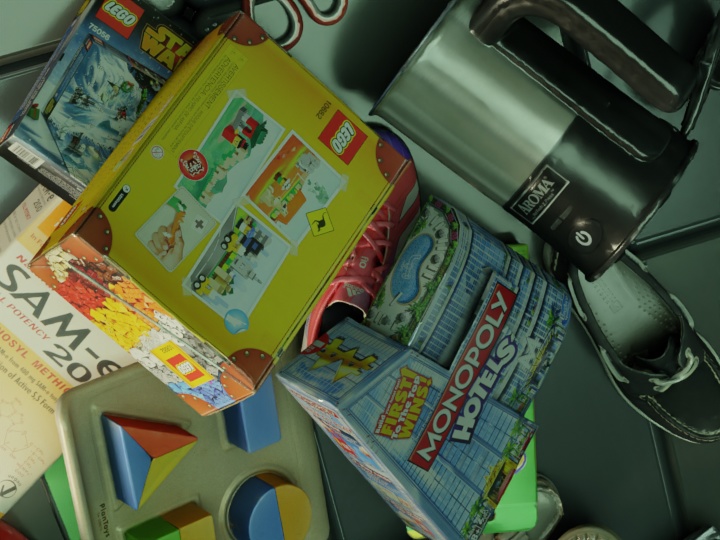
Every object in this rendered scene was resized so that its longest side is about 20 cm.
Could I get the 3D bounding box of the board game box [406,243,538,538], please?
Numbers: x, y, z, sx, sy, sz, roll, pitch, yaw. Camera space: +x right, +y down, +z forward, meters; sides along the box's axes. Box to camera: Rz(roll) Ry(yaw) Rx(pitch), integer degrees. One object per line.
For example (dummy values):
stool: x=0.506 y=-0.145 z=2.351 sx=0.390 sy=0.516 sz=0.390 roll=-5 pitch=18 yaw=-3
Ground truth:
board game box: x=0.072 y=0.083 z=1.603 sx=0.095 sy=0.030 sz=0.200 roll=-3 pitch=90 yaw=-10

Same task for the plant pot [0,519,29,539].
plant pot: x=-0.278 y=0.288 z=1.527 sx=0.177 sy=0.200 sz=0.200 roll=-33 pitch=108 yaw=9

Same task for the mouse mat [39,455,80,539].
mouse mat: x=-0.123 y=0.181 z=1.617 sx=0.161 sy=0.008 sz=0.200 roll=-21 pitch=106 yaw=-6

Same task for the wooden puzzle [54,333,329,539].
wooden puzzle: x=-0.100 y=0.137 z=1.536 sx=0.200 sy=0.046 sz=0.185 roll=-24 pitch=117 yaw=-34

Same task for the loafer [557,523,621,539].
loafer: x=0.126 y=0.258 z=1.653 sx=0.076 sy=0.068 sz=0.200 roll=45 pitch=109 yaw=8

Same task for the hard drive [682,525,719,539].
hard drive: x=0.222 y=0.290 z=1.692 sx=0.135 sy=0.042 sz=0.200 roll=43 pitch=93 yaw=-17

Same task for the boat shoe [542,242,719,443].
boat shoe: x=0.203 y=0.049 z=1.620 sx=0.074 sy=0.060 sz=0.200 roll=-35 pitch=107 yaw=-1

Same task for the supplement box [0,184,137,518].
supplement box: x=-0.222 y=0.051 z=1.530 sx=0.126 sy=0.074 sz=0.200 roll=43 pitch=92 yaw=-17

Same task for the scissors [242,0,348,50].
scissors: x=-0.091 y=-0.227 z=1.521 sx=0.073 sy=0.014 sz=0.200 roll=-41 pitch=106 yaw=4

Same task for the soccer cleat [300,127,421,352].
soccer cleat: x=0.000 y=0.000 z=1.541 sx=0.068 sy=0.073 sz=0.200 roll=11 pitch=84 yaw=2

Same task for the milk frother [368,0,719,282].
milk frother: x=0.142 y=-0.131 z=1.537 sx=0.188 sy=0.200 sz=0.181 roll=38 pitch=119 yaw=-2

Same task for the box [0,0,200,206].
box: x=-0.120 y=-0.078 z=1.503 sx=0.200 sy=0.040 sz=0.137 roll=36 pitch=61 yaw=-17

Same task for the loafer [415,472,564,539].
loafer: x=0.061 y=0.214 z=1.629 sx=0.200 sy=0.063 sz=0.072 roll=-30 pitch=104 yaw=-5

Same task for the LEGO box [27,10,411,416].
LEGO box: x=-0.085 y=-0.036 z=1.441 sx=0.149 sy=0.077 sz=0.200 roll=42 pitch=60 yaw=-14

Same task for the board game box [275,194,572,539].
board game box: x=0.045 y=0.064 z=1.498 sx=0.200 sy=0.062 sz=0.200 roll=32 pitch=85 yaw=-50
